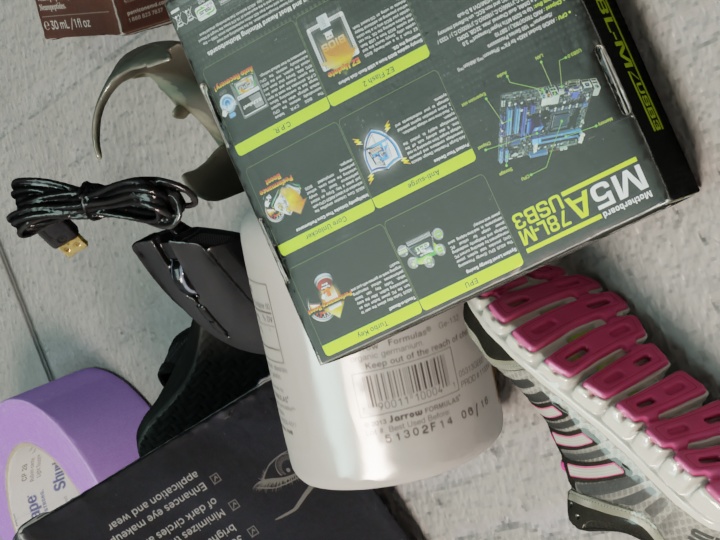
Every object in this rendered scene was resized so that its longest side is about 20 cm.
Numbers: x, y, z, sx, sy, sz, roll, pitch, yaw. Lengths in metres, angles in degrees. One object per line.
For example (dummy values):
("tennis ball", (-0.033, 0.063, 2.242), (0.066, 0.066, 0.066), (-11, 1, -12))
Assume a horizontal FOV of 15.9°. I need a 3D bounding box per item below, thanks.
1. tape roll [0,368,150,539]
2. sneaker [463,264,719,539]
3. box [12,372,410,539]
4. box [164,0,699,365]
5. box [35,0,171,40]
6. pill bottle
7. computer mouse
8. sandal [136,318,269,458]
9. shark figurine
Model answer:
("tape roll", (-0.179, 0.171, 1.749), (0.200, 0.065, 0.201), (34, 134, 44))
("sneaker", (0.114, 0.076, 1.218), (0.200, 0.073, 0.088), (41, 134, 30))
("box", (-0.074, 0.198, 1.451), (0.200, 0.196, 0.118), (53, 147, 11))
("box", (0.029, -0.082, 1.194), (0.199, 0.047, 0.194), (-26, 88, 27))
("box", (-0.152, -0.234, 1.451), (0.100, 0.075, 0.201), (4, 110, 57))
("pill bottle", (0.000, 0.000, 1.312), (0.114, 0.114, 0.201), (7, 113, 56))
("computer mouse", (-0.103, 0.005, 1.389), (0.140, 0.200, 0.046), (3, 70, 35))
("sandal", (-0.081, 0.051, 1.533), (0.201, 0.075, 0.048), (118, 150, -43))
("shark figurine", (-0.063, -0.093, 1.372), (0.089, 0.214, 0.129), (-22, 54, 23))
